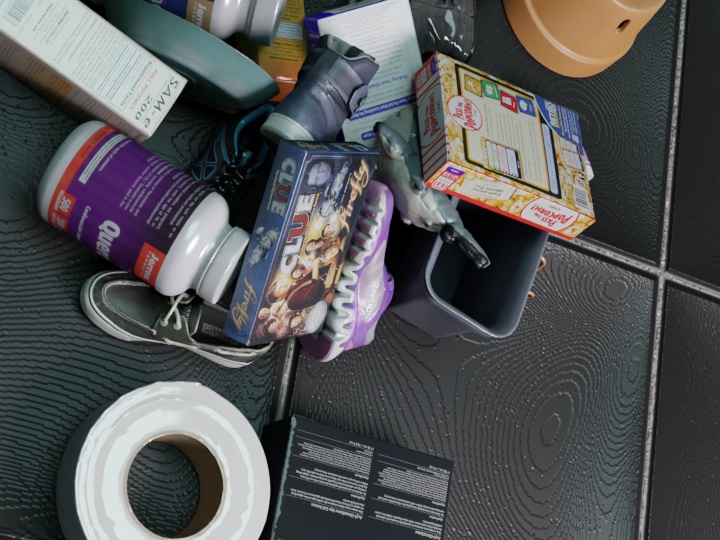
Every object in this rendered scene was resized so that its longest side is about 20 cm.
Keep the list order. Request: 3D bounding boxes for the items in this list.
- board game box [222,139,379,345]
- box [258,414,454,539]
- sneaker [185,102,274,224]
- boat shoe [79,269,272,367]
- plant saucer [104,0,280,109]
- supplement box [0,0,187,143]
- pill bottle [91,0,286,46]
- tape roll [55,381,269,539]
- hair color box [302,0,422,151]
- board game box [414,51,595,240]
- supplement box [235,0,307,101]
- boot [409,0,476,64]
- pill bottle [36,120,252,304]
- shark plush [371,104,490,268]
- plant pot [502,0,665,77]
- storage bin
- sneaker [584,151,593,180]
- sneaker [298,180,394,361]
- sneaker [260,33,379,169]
[{"bbox_3d":[-0.058,-0.029,1.287,0.135,0.034,0.202,-8,120,-58],"label":"board game box"},{"bbox_3d":[-0.011,0.247,1.344,0.198,0.079,0.143,20,65,-24],"label":"box"},{"bbox_3d":[-0.148,-0.094,1.353,0.073,0.082,0.201,31,65,-19],"label":"sneaker"},{"bbox_3d":[-0.182,0.043,1.309,0.198,0.064,0.071,19,69,-24],"label":"boat shoe"},{"bbox_3d":[-0.177,-0.212,1.311,0.199,0.200,0.036,29,84,-20],"label":"plant saucer"},{"bbox_3d":[-0.282,-0.208,1.276,0.199,0.126,0.074,36,75,-17],"label":"supplement box"},{"bbox_3d":[-0.174,-0.306,1.340,0.198,0.116,0.117,16,68,-1],"label":"pill bottle"},{"bbox_3d":[-0.190,0.211,1.258,0.200,0.071,0.205,7,74,-27],"label":"tape roll"},{"bbox_3d":[0.016,-0.194,1.430,0.108,0.065,0.202,-18,106,-14],"label":"hair color box"},{"bbox_3d":[0.155,-0.133,1.389,0.198,0.046,0.153,19,51,-28],"label":"board game box"},{"bbox_3d":[-0.102,-0.295,1.440,0.068,0.066,0.202,1,78,-29],"label":"supplement box"},{"bbox_3d":[0.079,-0.269,1.536,0.131,0.070,0.202,19,73,-29],"label":"boot"},{"bbox_3d":[-0.207,-0.052,1.261,0.199,0.113,0.113,31,63,4],"label":"pill bottle"},{"bbox_3d":[0.078,-0.093,1.351,0.083,0.091,0.200,-21,52,-25],"label":"shark plush"},{"bbox_3d":[0.297,-0.364,1.637,0.198,0.140,0.202,8,72,-27],"label":"plant pot"},{"bbox_3d":[0.121,-0.016,1.452,0.145,0.134,0.202,31,65,-19],"label":"storage bin"},{"bbox_3d":[0.188,-0.151,1.567,0.199,0.072,0.115,-8,77,-41],"label":"sneaker"},{"bbox_3d":[0.000,0.000,1.387,0.088,0.080,0.202,2,112,-40],"label":"sneaker"},{"bbox_3d":[-0.035,-0.158,1.359,0.076,0.203,0.147,27,75,10],"label":"sneaker"}]
